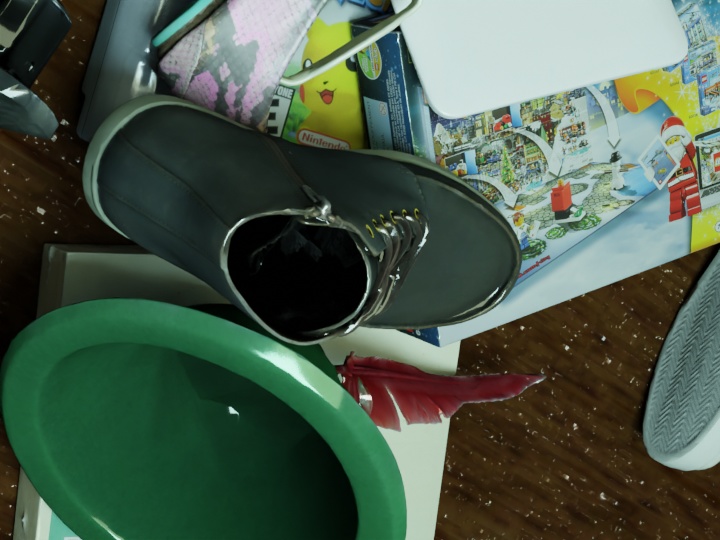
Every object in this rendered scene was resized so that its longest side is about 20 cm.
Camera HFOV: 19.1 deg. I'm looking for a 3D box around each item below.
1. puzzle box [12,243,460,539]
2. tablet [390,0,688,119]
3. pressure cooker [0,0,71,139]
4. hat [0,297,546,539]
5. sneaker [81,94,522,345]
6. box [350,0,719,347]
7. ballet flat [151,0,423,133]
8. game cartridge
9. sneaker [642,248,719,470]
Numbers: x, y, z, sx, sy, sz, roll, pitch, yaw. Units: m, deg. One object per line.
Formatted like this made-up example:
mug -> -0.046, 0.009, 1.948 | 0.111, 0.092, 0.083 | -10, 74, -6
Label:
puzzle box -> -0.048, 0.056, 0.917 | 0.199, 0.025, 0.134 | 2, 101, -32
tablet -> 0.052, -0.167, 0.880 | 0.130, 0.014, 0.201 | -16, 81, -28
pressure cooker -> -0.201, -0.075, 0.699 | 0.176, 0.178, 0.200 | 37, 82, -30
hat -> -0.033, 0.027, 0.873 | 0.200, 0.165, 0.176 | 79, 26, -43
sneaker -> 0.000, 0.000, 0.795 | 0.199, 0.106, 0.075 | 13, 107, -38
box -> 0.096, -0.063, 0.931 | 0.199, 0.038, 0.137 | -19, 111, -29
ballet flat -> 0.005, -0.134, 0.819 | 0.071, 0.069, 0.200 | 40, 93, -11
game cartridge -> -0.013, -0.094, 0.898 | 0.199, 0.040, 0.134 | 14, 90, -34
sneaker -> 0.225, 0.025, 1.051 | 0.115, 0.074, 0.201 | 32, 83, -30
